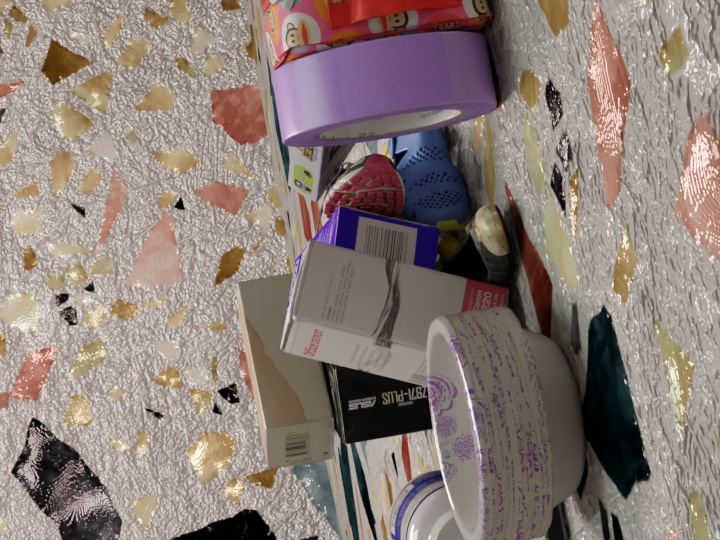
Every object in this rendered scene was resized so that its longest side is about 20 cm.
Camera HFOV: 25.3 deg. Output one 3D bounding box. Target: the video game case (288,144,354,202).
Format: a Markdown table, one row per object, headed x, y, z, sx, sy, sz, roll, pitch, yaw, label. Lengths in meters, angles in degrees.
| x | y | z | sx | sy | sz | roll | pitch | yaw | label |
| --- | --- | --- | --- | --- | --- | --- | --- | --- | --- |
| -0.012 | -0.199 | 1.807 | 0.201 | 0.045 | 0.181 | -58 | -7 | -21 | video game case |

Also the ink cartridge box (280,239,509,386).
| x | y | z | sx | sy | sz | roll | pitch | yaw | label |
| --- | --- | --- | --- | --- | --- | --- | --- | --- | --- |
| 0.029 | 0.049 | 1.548 | 0.146 | 0.198 | 0.085 | 113 | 169 | -73 | ink cartridge box |

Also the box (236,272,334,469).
| x | y | z | sx | sy | sz | roll | pitch | yaw | label |
| --- | --- | --- | --- | --- | --- | --- | --- | --- | --- |
| -0.085 | 0.111 | 1.808 | 0.095 | 0.077 | 0.201 | 91 | 168 | -52 | box |

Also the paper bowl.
| x | y | z | sx | sy | sz | roll | pitch | yaw | label |
| --- | --- | --- | --- | --- | --- | --- | --- | --- | --- |
| 0.127 | 0.132 | 1.383 | 0.201 | 0.103 | 0.202 | 171 | 90 | -80 | paper bowl |

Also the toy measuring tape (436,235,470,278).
| x | y | z | sx | sy | sz | roll | pitch | yaw | label |
| --- | --- | --- | --- | --- | --- | --- | --- | --- | --- |
| 0.091 | 0.061 | 1.676 | 0.074 | 0.073 | 0.202 | -124 | 28 | -72 | toy measuring tape |

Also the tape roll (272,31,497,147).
| x | y | z | sx | sy | sz | roll | pitch | yaw | label |
| --- | --- | --- | --- | --- | --- | --- | --- | --- | --- |
| 0.022 | -0.163 | 1.463 | 0.200 | 0.198 | 0.066 | 151 | 109 | -82 | tape roll |

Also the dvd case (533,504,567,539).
| x | y | z | sx | sy | sz | roll | pitch | yaw | label |
| --- | --- | --- | --- | --- | --- | --- | --- | --- | --- |
| 0.153 | 0.167 | 1.537 | 0.150 | 0.025 | 0.202 | 116 | 145 | -77 | dvd case |

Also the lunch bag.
| x | y | z | sx | sy | sz | roll | pitch | yaw | label |
| --- | --- | --- | --- | --- | --- | --- | --- | --- | --- |
| 0.014 | -0.232 | 1.441 | 0.176 | 0.198 | 0.083 | -177 | 77 | -80 | lunch bag |

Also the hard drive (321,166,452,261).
| x | y | z | sx | sy | sz | roll | pitch | yaw | label |
| --- | --- | --- | --- | --- | --- | --- | --- | --- | --- |
| 0.030 | -0.022 | 1.802 | 0.200 | 0.042 | 0.136 | 36 | 122 | 42 | hard drive |

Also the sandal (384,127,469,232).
| x | y | z | sx | sy | sz | roll | pitch | yaw | label |
| --- | --- | --- | --- | --- | --- | --- | --- | --- | --- |
| 0.065 | -0.112 | 1.678 | 0.201 | 0.079 | 0.088 | -111 | 18 | -51 | sandal |

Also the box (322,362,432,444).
| x | y | z | sx | sy | sz | roll | pitch | yaw | label |
| --- | --- | --- | --- | --- | --- | --- | --- | --- | --- |
| 0.039 | 0.117 | 1.800 | 0.200 | 0.162 | 0.087 | -137 | 39 | -76 | box |

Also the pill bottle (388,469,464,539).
| x | y | z | sx | sy | sz | roll | pitch | yaw | label |
| --- | --- | --- | --- | --- | --- | --- | --- | --- | --- |
| 0.102 | 0.281 | 1.695 | 0.200 | 0.119 | 0.121 | -176 | 77 | -82 | pill bottle |

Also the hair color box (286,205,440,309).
| x | y | z | sx | sy | sz | roll | pitch | yaw | label |
| --- | --- | --- | --- | --- | --- | --- | --- | --- | --- |
| 0.000 | 0.000 | 1.665 | 0.200 | 0.108 | 0.065 | 133 | 147 | -66 | hair color box |

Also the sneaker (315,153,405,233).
| x | y | z | sx | sy | sz | roll | pitch | yaw | label |
| --- | --- | --- | --- | --- | --- | --- | --- | --- | --- |
| -0.004 | -0.080 | 1.647 | 0.200 | 0.080 | 0.075 | 125 | 149 | -71 | sneaker |

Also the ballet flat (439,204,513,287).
| x | y | z | sx | sy | sz | roll | pitch | yaw | label |
| --- | --- | --- | --- | --- | --- | --- | --- | --- | --- |
| 0.110 | -0.007 | 1.530 | 0.200 | 0.056 | 0.067 | 102 | 157 | -69 | ballet flat |
